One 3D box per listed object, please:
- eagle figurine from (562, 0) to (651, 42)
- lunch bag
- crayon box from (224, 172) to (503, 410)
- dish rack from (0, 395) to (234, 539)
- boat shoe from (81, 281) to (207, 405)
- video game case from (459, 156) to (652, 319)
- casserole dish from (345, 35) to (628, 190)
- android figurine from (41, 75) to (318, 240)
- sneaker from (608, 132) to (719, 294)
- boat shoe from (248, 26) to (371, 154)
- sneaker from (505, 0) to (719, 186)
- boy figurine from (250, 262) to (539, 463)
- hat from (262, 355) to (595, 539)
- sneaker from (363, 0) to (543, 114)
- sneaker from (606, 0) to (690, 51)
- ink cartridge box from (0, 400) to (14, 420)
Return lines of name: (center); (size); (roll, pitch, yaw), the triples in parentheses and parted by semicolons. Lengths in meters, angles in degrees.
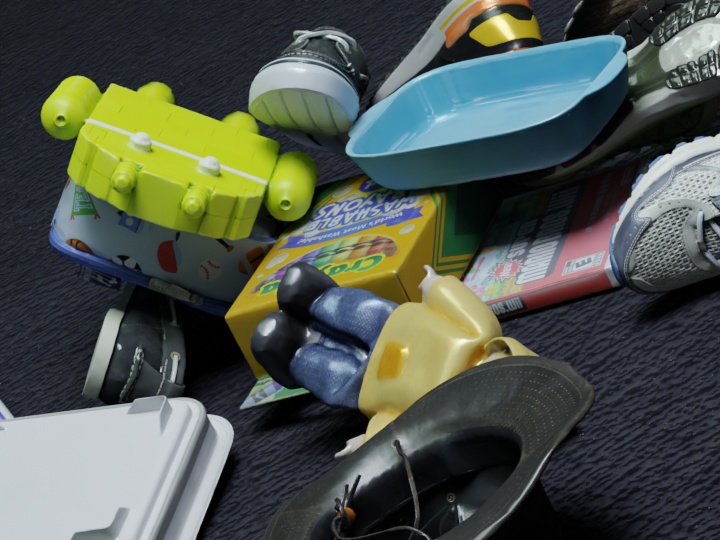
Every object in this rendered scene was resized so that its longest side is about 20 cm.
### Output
eagle figurine: (0.240, -0.232, 1.829); (0.152, 0.150, 0.201); (104, -178, -66)
lunch bag: (-0.116, -0.032, 1.705); (0.160, 0.076, 0.200); (20, 17, 0)
crayon box: (0.000, 0.000, 1.583); (0.125, 0.052, 0.200); (-15, 25, 28)
dish rack: (-0.185, 0.134, 1.492); (0.199, 0.044, 0.172); (-9, 35, 22)
boat shoe: (-0.135, 0.045, 1.694); (0.067, 0.072, 0.200); (14, 18, -1)
video game case: (0.082, -0.006, 1.597); (0.199, 0.017, 0.143); (-17, 24, 25)
casserole dish: (0.083, -0.094, 1.583); (0.200, 0.039, 0.121); (-7, 28, 37)
android figurine: (-0.117, -0.073, 1.635); (0.181, 0.041, 0.200); (20, 18, -1)
sneaker: (0.233, -0.041, 1.427); (0.200, 0.077, 0.085); (-27, 25, -1)
boat shoe: (-0.031, -0.127, 1.684); (0.072, 0.071, 0.200); (10, -5, 3)
sneaker: (0.183, -0.096, 1.621); (0.200, 0.089, 0.077); (-25, 52, 24)
boy figurine: (0.029, 0.059, 1.419); (0.200, 0.064, 0.125); (19, 74, 44)
hat: (0.043, 0.132, 1.244); (0.200, 0.081, 0.201); (-31, 17, 11)
sneaker: (0.063, -0.103, 1.714); (0.070, 0.090, 0.200); (0, -35, -29)
sneaker: (0.178, -0.126, 1.722); (0.200, 0.076, 0.087); (-21, -9, 35)
ink cartridge box: (-0.310, 0.149, 1.657); (0.200, 0.043, 0.198); (-29, 22, -12)
